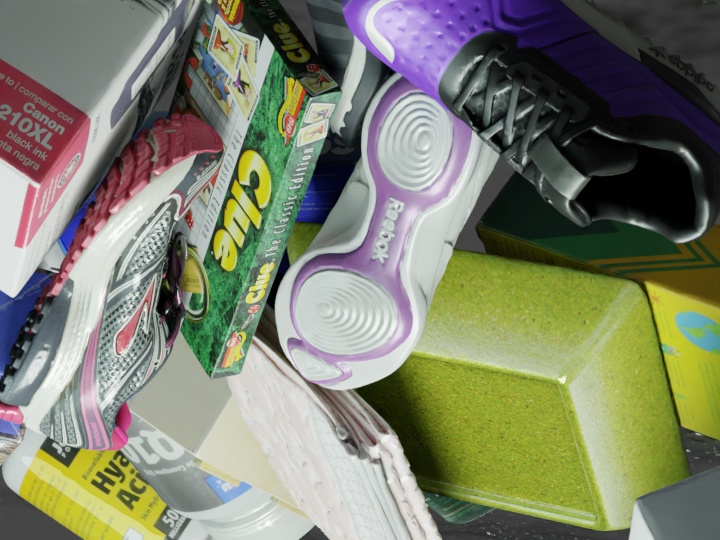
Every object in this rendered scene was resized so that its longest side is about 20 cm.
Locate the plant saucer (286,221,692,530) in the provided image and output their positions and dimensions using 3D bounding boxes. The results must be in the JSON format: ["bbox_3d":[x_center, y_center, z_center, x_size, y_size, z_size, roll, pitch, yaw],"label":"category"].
[{"bbox_3d":[0.062,0.067,1.419,0.200,0.048,0.200,11,146,25],"label":"plant saucer"}]

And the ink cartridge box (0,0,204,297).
[{"bbox_3d":[-0.147,-0.108,1.369,0.084,0.200,0.145,32,155,2],"label":"ink cartridge box"}]

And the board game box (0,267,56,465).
[{"bbox_3d":[-0.268,0.046,1.532,0.159,0.097,0.200,13,167,-10],"label":"board game box"}]

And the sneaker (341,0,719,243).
[{"bbox_3d":[0.083,-0.073,1.199,0.200,0.100,0.070,25,128,-15],"label":"sneaker"}]

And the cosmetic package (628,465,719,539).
[{"bbox_3d":[0.239,0.167,1.321,0.200,0.199,0.123,88,160,-58],"label":"cosmetic package"}]

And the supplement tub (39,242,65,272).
[{"bbox_3d":[-0.194,-0.024,1.661,0.123,0.123,0.200,47,152,-22],"label":"supplement tub"}]

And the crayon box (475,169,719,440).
[{"bbox_3d":[0.165,0.028,1.378,0.200,0.051,0.127,21,150,31],"label":"crayon box"}]

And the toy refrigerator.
[{"bbox_3d":[-0.045,0.109,1.672,0.076,0.070,0.200,30,178,44],"label":"toy refrigerator"}]

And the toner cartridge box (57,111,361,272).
[{"bbox_3d":[-0.076,-0.043,1.489,0.200,0.043,0.095,0,141,17],"label":"toner cartridge box"}]

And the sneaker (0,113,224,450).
[{"bbox_3d":[-0.118,0.005,1.396,0.075,0.081,0.200,25,120,-10],"label":"sneaker"}]

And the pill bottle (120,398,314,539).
[{"bbox_3d":[-0.106,0.088,1.752,0.114,0.114,0.200,5,141,48],"label":"pill bottle"}]

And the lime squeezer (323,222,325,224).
[{"bbox_3d":[0.000,0.000,1.447,0.071,0.038,0.200,41,145,-24],"label":"lime squeezer"}]

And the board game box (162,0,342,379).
[{"bbox_3d":[-0.068,-0.049,1.382,0.105,0.023,0.200,52,139,32],"label":"board game box"}]

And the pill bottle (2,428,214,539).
[{"bbox_3d":[-0.185,0.134,1.935,0.200,0.111,0.111,33,155,6],"label":"pill bottle"}]

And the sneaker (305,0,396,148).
[{"bbox_3d":[0.007,-0.136,1.306,0.083,0.072,0.200,54,159,20],"label":"sneaker"}]

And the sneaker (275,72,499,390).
[{"bbox_3d":[0.026,-0.024,1.327,0.075,0.100,0.200,34,122,10],"label":"sneaker"}]

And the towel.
[{"bbox_3d":[-0.016,0.105,1.478,0.191,0.032,0.200,43,162,44],"label":"towel"}]

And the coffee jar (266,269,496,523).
[{"bbox_3d":[0.014,0.054,1.575,0.200,0.085,0.104,40,154,-8],"label":"coffee jar"}]
